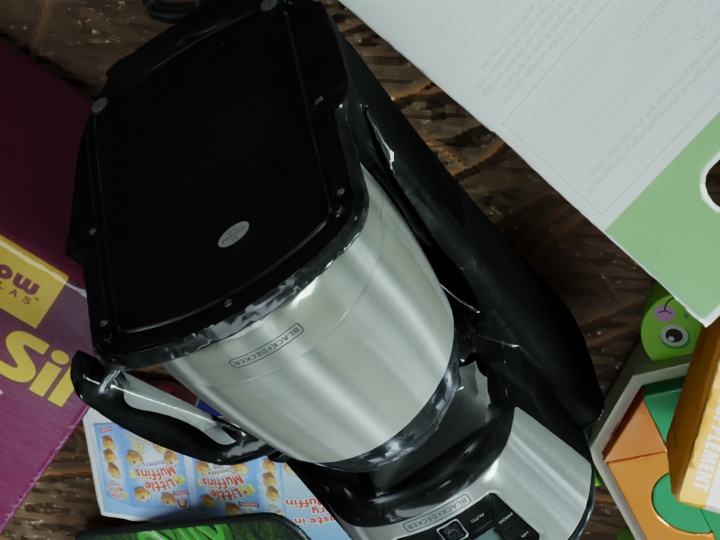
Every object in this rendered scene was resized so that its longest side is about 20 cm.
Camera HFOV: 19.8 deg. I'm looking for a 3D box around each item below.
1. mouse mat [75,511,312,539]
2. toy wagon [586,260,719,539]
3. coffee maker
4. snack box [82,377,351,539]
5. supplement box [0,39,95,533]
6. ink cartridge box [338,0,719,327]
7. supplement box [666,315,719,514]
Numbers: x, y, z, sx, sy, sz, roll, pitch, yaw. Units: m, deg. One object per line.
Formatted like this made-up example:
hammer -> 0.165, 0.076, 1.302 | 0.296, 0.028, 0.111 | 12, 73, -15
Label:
mouse mat -> -0.028, 0.181, 0.964 | 0.160, 0.008, 0.200 | -12, 127, 46
toy wagon -> 0.157, 0.069, 0.831 | 0.154, 0.040, 0.201 | -15, 123, 26
coffee maker -> 0.000, 0.000, 0.756 | 0.134, 0.193, 0.200 | -9, 142, 30
snack box -> -0.023, 0.089, 0.910 | 0.198, 0.024, 0.072 | 6, 132, 11
supplement box -> -0.164, 0.018, 0.843 | 0.130, 0.103, 0.200 | 32, 129, -8
ink cartridge box -> 0.089, -0.098, 0.685 | 0.200, 0.048, 0.146 | 40, 128, -1
supplement box -> 0.222, 0.042, 0.736 | 0.199, 0.074, 0.127 | 15, 104, 3
